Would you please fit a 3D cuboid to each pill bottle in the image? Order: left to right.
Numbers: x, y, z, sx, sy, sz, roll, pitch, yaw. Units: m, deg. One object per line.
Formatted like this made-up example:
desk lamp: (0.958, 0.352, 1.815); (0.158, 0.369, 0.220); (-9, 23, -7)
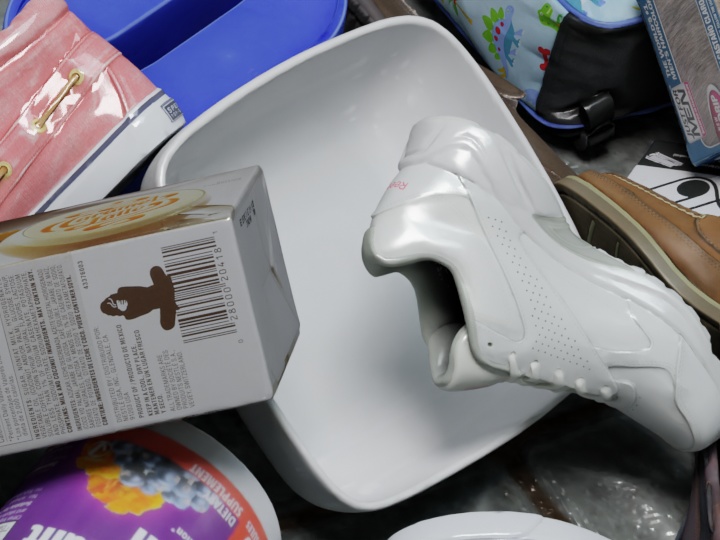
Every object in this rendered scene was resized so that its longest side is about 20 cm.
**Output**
pill bottle: (-0.122, 0.157, 1.088); (0.111, 0.112, 0.200); (25, 47, 10)

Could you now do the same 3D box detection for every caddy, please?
caddy: (-0.096, -0.092, 1.334); (0.141, 0.105, 0.200); (36, 51, 20)

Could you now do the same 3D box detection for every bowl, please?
bowl: (0.000, 0.000, 1.253); (0.200, 0.075, 0.200); (-31, 92, -34)

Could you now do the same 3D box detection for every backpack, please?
backpack: (0.127, -0.193, 1.455); (0.183, 0.147, 0.200); (-20, 52, -32)

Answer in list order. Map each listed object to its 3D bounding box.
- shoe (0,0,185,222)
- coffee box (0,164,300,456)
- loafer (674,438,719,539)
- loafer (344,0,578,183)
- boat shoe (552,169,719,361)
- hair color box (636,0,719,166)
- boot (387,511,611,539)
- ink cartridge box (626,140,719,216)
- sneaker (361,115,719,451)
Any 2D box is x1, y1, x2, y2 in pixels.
shoe: (-0.178, -0.031, 1.214); (0.200, 0.071, 0.091); (-45, 91, 2)
coffee box: (-0.134, 0.023, 1.117); (0.199, 0.080, 0.114); (-12, 10, 8)
loafer: (0.188, 0.084, 1.264); (0.072, 0.063, 0.200); (18, 46, 3)
loafer: (0.044, -0.075, 1.385); (0.071, 0.073, 0.200); (-15, 56, -38)
boat shoe: (0.170, 0.012, 1.261); (0.068, 0.072, 0.200); (-31, 53, -21)
hair color box: (0.243, -0.126, 1.371); (0.200, 0.060, 0.100); (-16, 84, -32)
boot: (0.102, 0.168, 1.153); (0.199, 0.074, 0.096); (12, 36, -4)
ink cartridge box: (0.221, -0.012, 1.325); (0.200, 0.044, 0.094); (9, 37, 26)
sneaker: (0.077, 0.027, 1.213); (0.200, 0.078, 0.099); (40, 70, -10)
